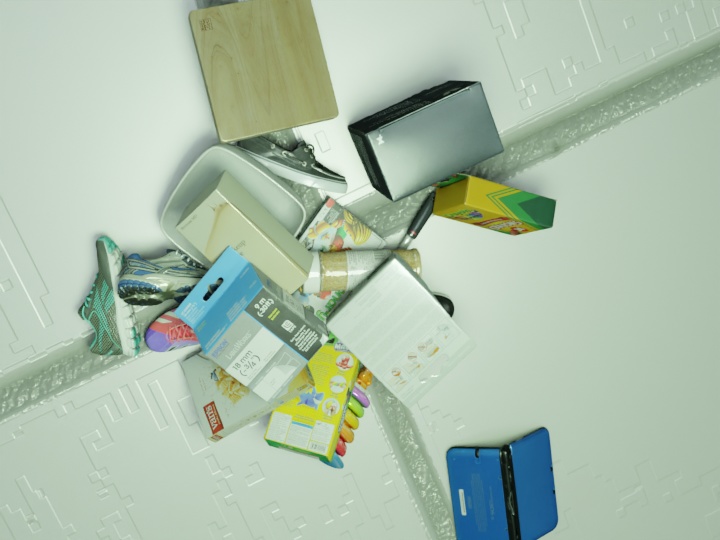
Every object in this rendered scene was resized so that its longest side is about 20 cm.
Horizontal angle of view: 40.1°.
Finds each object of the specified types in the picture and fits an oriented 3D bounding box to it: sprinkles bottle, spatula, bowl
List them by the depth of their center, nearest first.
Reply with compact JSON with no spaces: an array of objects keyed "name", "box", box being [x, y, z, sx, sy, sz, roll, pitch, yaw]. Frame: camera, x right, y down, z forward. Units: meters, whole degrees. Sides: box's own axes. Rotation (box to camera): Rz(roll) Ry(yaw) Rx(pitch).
[{"name":"bowl","box":[-0.201,-0.097,1.579,0.198,0.075,0.200,34,116,-15]},{"name":"sprinkles bottle","box":[0.000,0.000,1.618,0.195,0.068,0.070,-2,101,-8]},{"name":"spatula","box":[0.076,-0.045,1.677,0.056,0.021,0.202,33,93,-12]}]

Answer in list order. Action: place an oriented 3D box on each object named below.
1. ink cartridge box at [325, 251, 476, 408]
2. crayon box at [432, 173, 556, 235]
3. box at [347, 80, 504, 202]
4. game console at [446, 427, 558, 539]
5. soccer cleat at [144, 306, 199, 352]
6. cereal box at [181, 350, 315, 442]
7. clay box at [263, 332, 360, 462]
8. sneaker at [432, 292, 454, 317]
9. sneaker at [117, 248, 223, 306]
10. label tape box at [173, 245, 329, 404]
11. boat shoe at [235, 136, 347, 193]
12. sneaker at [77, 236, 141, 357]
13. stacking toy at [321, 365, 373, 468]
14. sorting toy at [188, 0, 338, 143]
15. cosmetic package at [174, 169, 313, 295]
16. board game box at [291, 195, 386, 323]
[{"name":"ink cartridge box","box":[0.066,0.097,1.588,0.160,0.047,0.200,-43,101,11]},{"name":"crayon box","box":[0.206,-0.108,1.625,0.196,0.127,0.052,13,82,-19]},{"name":"box","box":[0.099,-0.210,1.566,0.194,0.200,0.119,-25,104,-3]},{"name":"game console","box":[0.260,0.398,1.798,0.167,0.118,0.205,-3,102,23]},{"name":"soccer cleat","box":[-0.267,0.092,1.616,0.196,0.073,0.069,-17,108,6]},{"name":"cereal box","box":[-0.185,0.170,1.614,0.198,0.040,0.146,-30,63,7]},{"name":"clay box","box":[-0.073,0.201,1.621,0.113,0.048,0.203,13,67,14]},{"name":"sneaker","box":[0.074,0.089,1.662,0.195,0.112,0.075,-7,103,-8]},{"name":"sneaker","box":[-0.283,0.005,1.566,0.195,0.077,0.087,5,59,-12]},{"name":"label tape box","box":[-0.167,0.086,1.500,0.199,0.063,0.145,39,101,-17]},{"name":"boat shoe","box":[-0.107,-0.183,1.609,0.196,0.070,0.068,19,99,-5]},{"name":"sneaker","box":[-0.416,0.048,1.595,0.089,0.078,0.205,-8,99,-3]},{"name":"stacking toy","box":[-0.027,0.226,1.686,0.115,0.110,0.201,33,76,19]},{"name":"sorting toy","box":[-0.155,-0.314,1.547,0.195,0.069,0.204,-15,90,-18]},{"name":"cosmetic package","box":[-0.176,-0.043,1.524,0.103,0.074,0.200,-38,110,24]},{"name":"board game box","box":[-0.064,-0.006,1.661,0.125,0.035,0.201,35,93,-14]}]
